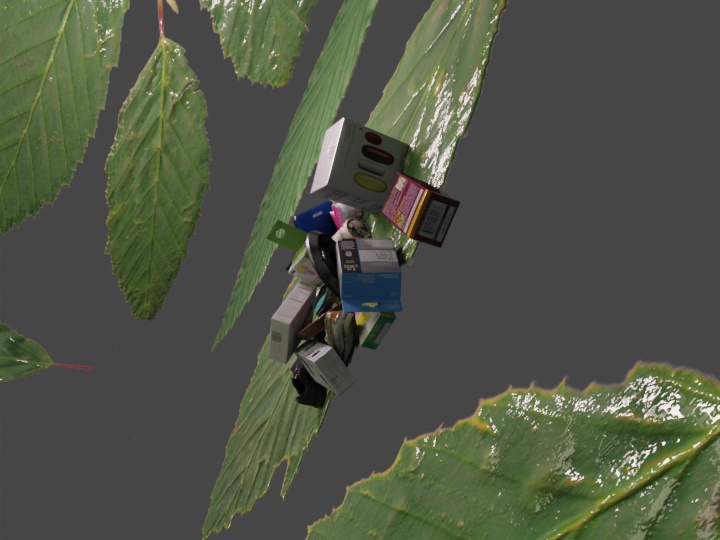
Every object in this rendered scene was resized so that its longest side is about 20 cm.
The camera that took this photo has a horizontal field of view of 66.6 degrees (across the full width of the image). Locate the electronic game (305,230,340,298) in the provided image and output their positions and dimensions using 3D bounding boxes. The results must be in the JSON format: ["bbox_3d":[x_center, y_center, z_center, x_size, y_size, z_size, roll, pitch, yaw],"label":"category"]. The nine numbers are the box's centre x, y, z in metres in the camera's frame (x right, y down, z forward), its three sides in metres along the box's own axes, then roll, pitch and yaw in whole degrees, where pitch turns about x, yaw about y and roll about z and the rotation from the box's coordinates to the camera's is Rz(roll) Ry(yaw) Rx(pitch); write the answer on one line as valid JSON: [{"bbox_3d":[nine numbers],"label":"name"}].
[{"bbox_3d":[-0.072,-0.013,1.389,0.042,0.200,0.200,-31,38,19],"label":"electronic game"}]

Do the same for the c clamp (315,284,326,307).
[{"bbox_3d":[-0.133,0.080,1.711,0.200,0.027,0.171,-59,-2,40],"label":"c clamp"}]

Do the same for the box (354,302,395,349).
[{"bbox_3d":[0.028,0.086,1.374,0.118,0.048,0.200,-60,27,33],"label":"box"}]

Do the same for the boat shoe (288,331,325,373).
[{"bbox_3d":[-0.152,0.259,1.701,0.063,0.073,0.200,45,120,17],"label":"boat shoe"}]

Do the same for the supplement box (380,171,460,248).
[{"bbox_3d":[0.129,-0.141,1.234,0.111,0.085,0.200,-68,22,15],"label":"supplement box"}]

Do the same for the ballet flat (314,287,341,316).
[{"bbox_3d":[-0.080,0.080,1.602,0.200,0.072,0.072,119,158,-56],"label":"ballet flat"}]

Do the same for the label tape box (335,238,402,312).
[{"bbox_3d":[0.021,0.006,1.303,0.200,0.143,0.063,-101,13,-48],"label":"label tape box"}]

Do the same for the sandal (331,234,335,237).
[{"bbox_3d":[-0.101,-0.042,1.737,0.207,0.079,0.059,-48,32,44],"label":"sandal"}]

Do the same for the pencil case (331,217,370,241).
[{"bbox_3d":[-0.051,-0.068,1.622,0.200,0.089,0.078,-47,1,40],"label":"pencil case"}]

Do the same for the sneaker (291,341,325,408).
[{"bbox_3d":[-0.156,0.294,1.582,0.076,0.090,0.201,-45,43,39],"label":"sneaker"}]

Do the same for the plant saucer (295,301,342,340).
[{"bbox_3d":[-0.087,0.134,1.497,0.200,0.035,0.200,-37,-4,-3],"label":"plant saucer"}]

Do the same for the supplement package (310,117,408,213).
[{"bbox_3d":[-0.005,-0.281,1.510,0.147,0.199,0.192,-1,74,67],"label":"supplement package"}]

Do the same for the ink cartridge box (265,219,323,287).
[{"bbox_3d":[-0.171,-0.044,1.535,0.148,0.199,0.076,-39,29,61],"label":"ink cartridge box"}]

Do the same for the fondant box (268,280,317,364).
[{"bbox_3d":[-0.189,0.142,1.544,0.200,0.058,0.145,-57,-19,-54],"label":"fondant box"}]

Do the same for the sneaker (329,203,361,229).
[{"bbox_3d":[-0.039,-0.172,1.694,0.082,0.088,0.200,63,171,1],"label":"sneaker"}]

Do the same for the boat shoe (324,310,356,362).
[{"bbox_3d":[-0.053,0.164,1.398,0.200,0.068,0.075,94,-163,-50],"label":"boat shoe"}]

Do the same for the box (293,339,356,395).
[{"bbox_3d":[-0.099,0.252,1.456,0.060,0.117,0.200,-38,13,-18],"label":"box"}]

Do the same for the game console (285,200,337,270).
[{"bbox_3d":[-0.166,-0.113,1.758,0.118,0.200,0.171,-4,109,35],"label":"game console"}]
